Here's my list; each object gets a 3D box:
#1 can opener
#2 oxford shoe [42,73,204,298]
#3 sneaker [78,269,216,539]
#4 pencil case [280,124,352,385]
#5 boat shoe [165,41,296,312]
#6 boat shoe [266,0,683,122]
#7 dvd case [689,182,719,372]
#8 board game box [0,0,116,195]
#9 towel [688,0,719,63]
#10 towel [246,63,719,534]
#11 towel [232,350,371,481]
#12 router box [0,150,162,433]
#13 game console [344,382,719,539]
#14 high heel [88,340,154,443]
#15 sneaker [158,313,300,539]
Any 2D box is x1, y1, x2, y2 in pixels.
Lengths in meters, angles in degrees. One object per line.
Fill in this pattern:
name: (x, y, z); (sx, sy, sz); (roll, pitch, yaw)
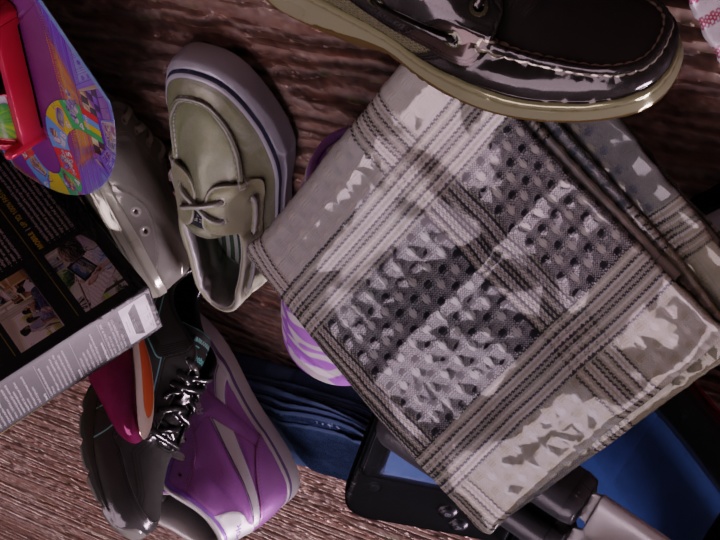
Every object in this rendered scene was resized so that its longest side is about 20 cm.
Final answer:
can opener: (0.088, 0.126, 0.724); (0.199, 0.067, 0.054); (33, 131, 14)
oxford shoe: (-0.151, -0.075, 0.873); (0.075, 0.057, 0.201); (37, 156, 58)
sneaker: (-0.141, 0.078, 0.972); (0.078, 0.202, 0.075); (-9, 158, 14)
pencil case: (0.000, 0.000, 0.816); (0.086, 0.083, 0.200); (58, 162, 21)
boat shoe: (-0.076, -0.046, 0.836); (0.071, 0.062, 0.201); (18, 150, 20)
boat shoe: (0.036, -0.119, 0.595); (0.198, 0.074, 0.065); (19, 156, 19)
dvd case: (0.228, 0.031, 0.727); (0.199, 0.018, 0.143); (35, 151, -12)
board game box: (-0.219, -0.118, 0.807); (0.201, 0.039, 0.158); (57, 148, -9)
towel: (0.154, -0.139, 0.498); (0.146, 0.030, 0.200); (-4, 138, 45)
towel: (0.060, 0.002, 0.665); (0.193, 0.034, 0.200); (50, 121, 7)
towel: (-0.042, 0.118, 1.096); (0.198, 0.049, 0.112); (11, 148, 31)
router box: (-0.237, -0.004, 0.887); (0.200, 0.149, 0.051); (48, 161, 29)
game console: (0.092, 0.116, 0.774); (0.171, 0.119, 0.201); (12, 130, -9)
high heel: (-0.191, 0.038, 0.932); (0.095, 0.201, 0.068); (-15, 137, -6)
sneaker: (-0.135, 0.104, 1.031); (0.201, 0.114, 0.073); (52, 135, 6)
